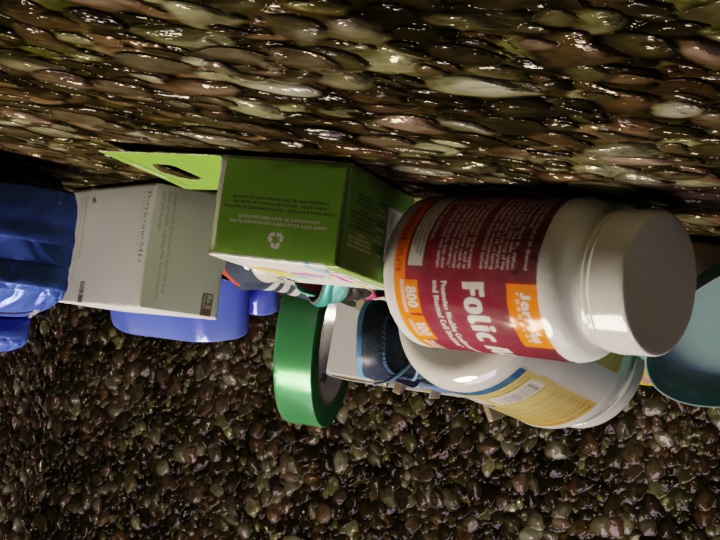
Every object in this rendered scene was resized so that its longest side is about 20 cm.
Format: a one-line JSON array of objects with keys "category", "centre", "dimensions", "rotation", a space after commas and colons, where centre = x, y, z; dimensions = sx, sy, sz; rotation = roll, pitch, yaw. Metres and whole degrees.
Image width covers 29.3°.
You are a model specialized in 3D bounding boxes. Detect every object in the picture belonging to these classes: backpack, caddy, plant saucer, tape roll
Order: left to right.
[{"category": "backpack", "centre": [-0.331, -0.013, 1.198], "dimensions": [0.162, 0.169, 0.200], "rotation": [3, 174, -31]}, {"category": "caddy", "centre": [-0.174, -0.002, 1.409], "dimensions": [0.199, 0.106, 0.141], "rotation": [5, -158, 25]}, {"category": "tape roll", "centre": [-0.050, 0.082, 1.623], "dimensions": [0.048, 0.202, 0.200], "rotation": [7, 175, 14]}, {"category": "plant saucer", "centre": [0.305, 0.036, 1.021], "dimensions": [0.199, 0.028, 0.201], "rotation": [-7, 141, -6]}]

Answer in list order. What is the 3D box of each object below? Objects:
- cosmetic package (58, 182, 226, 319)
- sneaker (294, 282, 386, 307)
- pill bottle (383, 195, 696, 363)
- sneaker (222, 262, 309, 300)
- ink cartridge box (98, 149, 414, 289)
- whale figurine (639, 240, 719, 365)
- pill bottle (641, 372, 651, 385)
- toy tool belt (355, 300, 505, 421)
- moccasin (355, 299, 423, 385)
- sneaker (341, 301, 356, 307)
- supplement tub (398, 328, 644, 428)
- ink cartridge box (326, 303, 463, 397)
[{"category": "cosmetic package", "centre": [-0.199, -0.017, 1.250], "dimensions": [0.081, 0.114, 0.200], "rotation": [10, 173, -32]}, {"category": "sneaker", "centre": [0.000, 0.000, 1.265], "dimensions": [0.120, 0.084, 0.200], "rotation": [2, 167, 2]}, {"category": "pill bottle", "centre": [0.124, 0.005, 0.963], "dimensions": [0.199, 0.115, 0.114], "rotation": [3, 173, 43]}, {"category": "sneaker", "centre": [-0.086, -0.011, 1.311], "dimensions": [0.084, 0.075, 0.200], "rotation": [-2, 169, 20]}, {"category": "ink cartridge box", "centre": [-0.077, -0.037, 1.024], "dimensions": [0.199, 0.076, 0.148], "rotation": [4, 174, 21]}, {"category": "whale figurine", "centre": [0.301, 0.038, 1.124], "dimensions": [0.199, 0.104, 0.159], "rotation": [11, 174, -14]}, {"category": "pill bottle", "centre": [0.340, 0.079, 1.554], "dimensions": [0.199, 0.105, 0.104], "rotation": [2, 173, 44]}, {"category": "toy tool belt", "centre": [0.083, 0.092, 1.418], "dimensions": [0.199, 0.124, 0.125], "rotation": [7, -173, -29]}, {"category": "moccasin", "centre": [0.044, 0.060, 1.231], "dimensions": [0.068, 0.081, 0.200], "rotation": [5, -178, 14]}, {"category": "sneaker", "centre": [-0.060, -0.002, 1.478], "dimensions": [0.199, 0.060, 0.104], "rotation": [13, -177, 43]}, {"category": "supplement tub", "centre": [0.142, 0.053, 1.171], "dimensions": [0.144, 0.146, 0.200], "rotation": [3, 164, 42]}, {"category": "ink cartridge box", "centre": [0.067, 0.063, 1.560], "dimensions": [0.199, 0.146, 0.083], "rotation": [13, 174, -43]}]
